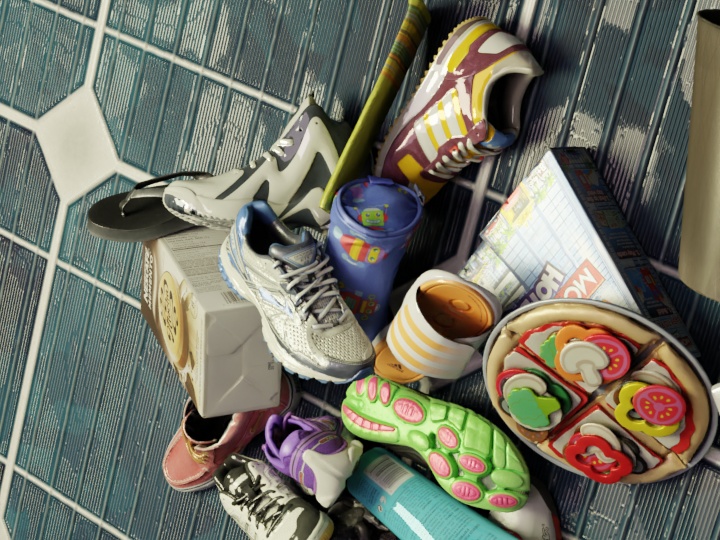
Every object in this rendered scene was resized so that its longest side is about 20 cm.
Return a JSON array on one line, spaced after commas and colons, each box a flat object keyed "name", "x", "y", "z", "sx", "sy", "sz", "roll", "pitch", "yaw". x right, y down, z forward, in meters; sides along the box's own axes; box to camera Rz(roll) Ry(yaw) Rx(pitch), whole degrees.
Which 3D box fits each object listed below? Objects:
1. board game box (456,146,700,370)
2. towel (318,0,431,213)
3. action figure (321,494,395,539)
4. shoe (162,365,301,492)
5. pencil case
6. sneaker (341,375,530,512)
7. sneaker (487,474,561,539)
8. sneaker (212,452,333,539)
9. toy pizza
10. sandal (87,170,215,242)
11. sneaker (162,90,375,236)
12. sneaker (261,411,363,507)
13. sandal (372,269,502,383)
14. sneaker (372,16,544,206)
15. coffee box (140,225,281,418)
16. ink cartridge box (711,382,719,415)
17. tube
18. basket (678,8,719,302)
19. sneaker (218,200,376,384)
[{"name": "board game box", "x": 0.178, "y": 0.036, "z": 1.579, "sx": 0.200, "sy": 0.062, "sz": 0.200, "roll": 51, "pitch": 122, "yaw": 24}, {"name": "towel", "x": 0.011, "y": -0.143, "z": 1.641, "sx": 0.018, "sy": 0.086, "sz": 0.200, "roll": 25, "pitch": 90, "yaw": 9}, {"name": "action figure", "x": -0.019, "y": 0.280, "z": 1.733, "sx": 0.200, "sy": 0.102, "sz": 0.119, "roll": -52, "pitch": 31, "yaw": -10}, {"name": "shoe", "x": -0.150, "y": 0.157, "z": 1.828, "sx": 0.200, "sy": 0.091, "sz": 0.072, "roll": -40, "pitch": 70, "yaw": 33}, {"name": "pencil case", "x": 0.000, "y": 0.000, "z": 1.665, "sx": 0.078, "sy": 0.087, "sz": 0.200, "roll": 12, "pitch": 137, "yaw": -3}, {"name": "sneaker", "x": 0.076, "y": 0.147, "z": 1.656, "sx": 0.200, "sy": 0.084, "sz": 0.077, "roll": 31, "pitch": 99, "yaw": 33}, {"name": "sneaker", "x": 0.116, "y": 0.280, "z": 1.621, "sx": 0.067, "sy": 0.108, "sz": 0.202, "roll": 11, "pitch": 101, "yaw": 37}, {"name": "sneaker", "x": -0.089, "y": 0.221, "z": 1.713, "sx": 0.076, "sy": 0.088, "sz": 0.200, "roll": -50, "pitch": 18, "yaw": -7}, {"name": "toy pizza", "x": 0.191, "y": 0.106, "z": 1.529, "sx": 0.200, "sy": 0.032, "sz": 0.201, "roll": 16, "pitch": 134, "yaw": 17}, {"name": "sandal", "x": -0.162, "y": -0.073, "z": 1.773, "sx": 0.076, "sy": 0.200, "sz": 0.043, "roll": -112, "pitch": 11, "yaw": -57}, {"name": "sneaker", "x": -0.077, "y": -0.102, "z": 1.714, "sx": 0.199, "sy": 0.079, "sz": 0.130, "roll": 3, "pitch": 82, "yaw": 0}, {"name": "sneaker", "x": -0.051, "y": 0.154, "z": 1.706, "sx": 0.083, "sy": 0.200, "sz": 0.081, "roll": 34, "pitch": 84, "yaw": -7}, {"name": "sandal", "x": 0.057, "y": 0.069, "z": 1.606, "sx": 0.079, "sy": 0.059, "sz": 0.207, "roll": 24, "pitch": 148, "yaw": -7}, {"name": "sneaker", "x": 0.084, "y": -0.116, "z": 1.629, "sx": 0.090, "sy": 0.075, "sz": 0.200, "roll": 43, "pitch": 120, "yaw": 33}, {"name": "coffee box", "x": -0.141, "y": 0.035, "z": 1.753, "sx": 0.200, "sy": 0.080, "sz": 0.113, "roll": -129, "pitch": 37, "yaw": -55}, {"name": "ink cartridge box", "x": 0.386, "y": 0.120, "z": 1.408, "sx": 0.200, "sy": 0.084, "sz": 0.145, "roll": -25, "pitch": 79, "yaw": 38}, {"name": "tube", "x": 0.068, "y": 0.223, "z": 1.624, "sx": 0.200, "sy": 0.050, "sz": 0.078, "roll": 35, "pitch": 90, "yaw": 41}, {"name": "basket", "x": 0.316, "y": -0.078, "z": 1.418, "sx": 0.180, "sy": 0.136, "sz": 0.201, "roll": 22, "pitch": 111, "yaw": 29}, {"name": "sneaker", "x": -0.055, "y": 0.016, "z": 1.609, "sx": 0.200, "sy": 0.077, "sz": 0.085, "roll": 45, "pitch": 140, "yaw": 30}]
